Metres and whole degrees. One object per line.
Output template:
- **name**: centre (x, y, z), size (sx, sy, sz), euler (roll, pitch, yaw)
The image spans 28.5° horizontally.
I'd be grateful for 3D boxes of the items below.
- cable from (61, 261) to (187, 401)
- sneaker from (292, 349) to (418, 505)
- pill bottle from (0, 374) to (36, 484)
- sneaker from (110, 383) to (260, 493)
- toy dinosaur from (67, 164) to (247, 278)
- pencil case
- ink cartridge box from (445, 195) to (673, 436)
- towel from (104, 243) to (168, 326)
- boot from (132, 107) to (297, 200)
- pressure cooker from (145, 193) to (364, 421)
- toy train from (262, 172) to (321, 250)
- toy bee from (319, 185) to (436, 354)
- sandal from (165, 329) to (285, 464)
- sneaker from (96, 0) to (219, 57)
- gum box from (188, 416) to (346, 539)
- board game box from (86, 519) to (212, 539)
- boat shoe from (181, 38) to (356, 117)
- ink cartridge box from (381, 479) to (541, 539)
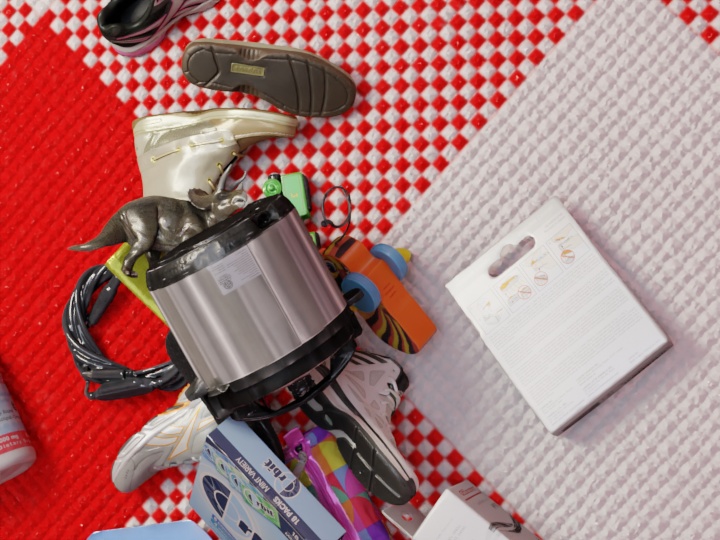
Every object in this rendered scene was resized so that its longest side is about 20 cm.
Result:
- **cable**: centre (-0.248, 0.060, 1.631), size (0.198, 0.051, 0.166), euler (-14, 77, 21)
- **sneaker**: centre (0.023, 0.151, 1.501), size (0.114, 0.076, 0.201), euler (-24, 53, -28)
- **pill bottle**: centre (-0.464, 0.153, 1.650), size (0.108, 0.109, 0.202), euler (-29, 80, 11)
- **sneaker**: centre (-0.194, 0.194, 1.595), size (0.200, 0.076, 0.092), euler (-43, 82, 10)
- **toy dinosaur**: centre (-0.215, -0.043, 1.538), size (0.197, 0.077, 0.104), euler (-7, 72, -2)
- **pencil case**: centre (-0.022, 0.262, 1.535), size (0.088, 0.088, 0.201), euler (-34, 80, 10)
- **ink cartridge box**: centre (0.209, 0.049, 1.514), size (0.162, 0.050, 0.201), euler (-39, 69, 10)
- **towel**: centre (-0.183, 0.032, 1.567), size (0.200, 0.018, 0.086), euler (44, 79, 1)
- **boot**: centre (-0.162, -0.103, 1.606), size (0.197, 0.072, 0.157), euler (-3, 87, 16)
- **pressure cooker**: centre (-0.104, 0.047, 1.427), size (0.175, 0.179, 0.202), euler (-24, 100, 34)
- **toy train**: centre (-0.069, -0.013, 1.591), size (0.056, 0.042, 0.203), euler (-10, 84, 3)
- **toy bee**: centre (0.000, 0.000, 1.541), size (0.108, 0.130, 0.203), euler (-5, 104, 54)
- **sandal**: centre (-0.136, 0.134, 1.530), size (0.201, 0.045, 0.075), euler (51, 136, 17)
- **sneaker**: centre (-0.221, -0.324, 1.627), size (0.200, 0.086, 0.080), euler (-45, 79, 8)
- **gum box**: centre (-0.104, 0.262, 1.508), size (0.044, 0.201, 0.170), euler (-37, 74, -27)
- **board game box**: centre (-0.236, 0.370, 1.613), size (0.197, 0.039, 0.160), euler (-9, 79, 9)
- **boat shoe**: centre (-0.100, -0.228, 1.596), size (0.197, 0.076, 0.072), euler (16, 111, -6)
- **ink cartridge box**: centre (0.127, 0.284, 1.478), size (0.199, 0.116, 0.067), euler (38, 96, 14)
